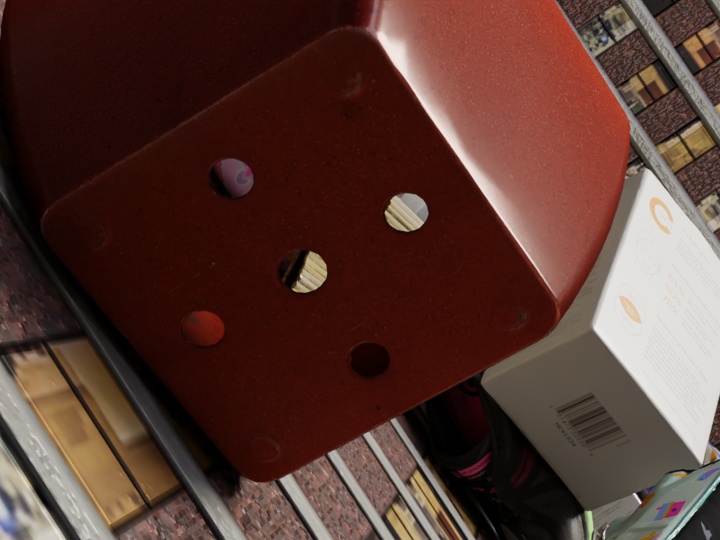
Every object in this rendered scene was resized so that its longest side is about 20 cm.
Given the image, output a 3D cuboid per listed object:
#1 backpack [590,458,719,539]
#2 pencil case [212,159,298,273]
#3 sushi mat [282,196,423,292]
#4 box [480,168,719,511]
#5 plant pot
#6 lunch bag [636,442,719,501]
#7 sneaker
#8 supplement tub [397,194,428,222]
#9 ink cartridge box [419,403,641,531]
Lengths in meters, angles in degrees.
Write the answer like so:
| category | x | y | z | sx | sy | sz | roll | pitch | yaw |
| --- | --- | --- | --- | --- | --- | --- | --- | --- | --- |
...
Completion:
| category | x | y | z | sx | sy | sz | roll | pitch | yaw |
| --- | --- | --- | --- | --- | --- | --- | --- | --- | --- |
| backpack | 0.197 | 0.221 | 0.993 | 0.200 | 0.153 | 0.176 | -37 | 96 | -47 |
| pencil case | -0.062 | -0.098 | 1.012 | 0.201 | 0.087 | 0.087 | 58 | 6 | -1 |
| sushi mat | 0.000 | 0.000 | 0.983 | 0.012 | 0.096 | 0.200 | 25 | -3 | 18 |
| box | 0.178 | 0.045 | 1.168 | 0.125 | 0.097 | 0.200 | 50 | 37 | -15 |
| plant pot | -0.018 | -0.043 | 0.645 | 0.200 | 0.199 | 0.177 | 54 | 18 | -23 |
| lunch bag | 0.279 | 0.226 | 1.240 | 0.200 | 0.075 | 0.160 | 56 | -7 | 21 |
| sneaker | 0.088 | 0.133 | 1.142 | 0.084 | 0.077 | 0.201 | -26 | 86 | -52 |
| supplement tub | 0.031 | -0.044 | 1.193 | 0.145 | 0.144 | 0.200 | 60 | 8 | 33 |
| ink cartridge box | 0.131 | 0.147 | 1.206 | 0.200 | 0.094 | 0.037 | 56 | 6 | 2 |
